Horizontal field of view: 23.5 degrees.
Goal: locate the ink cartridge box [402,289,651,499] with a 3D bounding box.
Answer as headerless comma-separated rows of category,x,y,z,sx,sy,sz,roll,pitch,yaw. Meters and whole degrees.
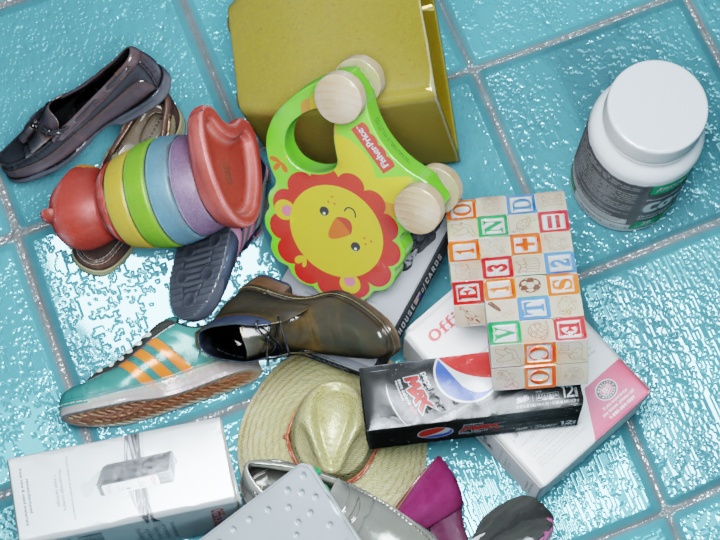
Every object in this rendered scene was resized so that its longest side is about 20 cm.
ink cartridge box,0.158,0.098,1.678,0.146,0.083,0.200,-39,77,-12

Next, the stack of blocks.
stack of blocks,0.141,0.017,1.586,0.115,0.059,0.200,-5,42,3

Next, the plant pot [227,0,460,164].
plant pot,-0.022,-0.208,1.725,0.199,0.194,0.196,-11,72,7

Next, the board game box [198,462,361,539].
board game box,-0.061,0.305,1.557,0.200,0.026,0.200,-39,79,22

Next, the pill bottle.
pill bottle,0.272,-0.121,1.688,0.113,0.200,0.113,0,73,-1

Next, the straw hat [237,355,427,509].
straw hat,-0.027,0.154,1.656,0.200,0.085,0.202,0,72,-1

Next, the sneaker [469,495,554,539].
sneaker,0.103,0.300,1.609,0.200,0.086,0.080,-28,41,-12

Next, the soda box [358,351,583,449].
soda box,0.100,0.115,1.592,0.199,0.071,0.064,-7,69,-1

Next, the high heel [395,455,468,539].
high heel,0.004,0.247,1.634,0.200,0.067,0.096,-15,86,-20

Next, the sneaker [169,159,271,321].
sneaker,-0.128,-0.032,1.709,0.070,0.082,0.200,-2,63,35

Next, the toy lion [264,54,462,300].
toy lion,-0.018,-0.074,1.621,0.191,0.069,0.200,-30,101,32

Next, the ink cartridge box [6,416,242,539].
ink cartridge box,-0.213,0.207,1.605,0.199,0.144,0.084,-10,73,-5

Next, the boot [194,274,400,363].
boot,-0.061,0.065,1.613,0.200,0.075,0.097,12,36,41

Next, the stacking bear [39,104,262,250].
stacking bear,-0.206,-0.073,1.649,0.199,0.121,0.114,-13,80,21

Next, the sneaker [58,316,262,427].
sneaker,-0.201,0.094,1.686,0.199,0.071,0.080,-15,69,-11

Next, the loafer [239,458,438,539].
loafer,-0.021,0.226,1.580,0.200,0.070,0.070,17,61,16

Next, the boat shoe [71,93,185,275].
boat shoe,-0.236,-0.093,1.739,0.072,0.072,0.200,25,74,7

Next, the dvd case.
dvd case,0.000,0.000,1.704,0.150,0.025,0.200,18,71,35

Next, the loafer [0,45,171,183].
loafer,-0.287,-0.161,1.735,0.200,0.063,0.072,-29,46,11
